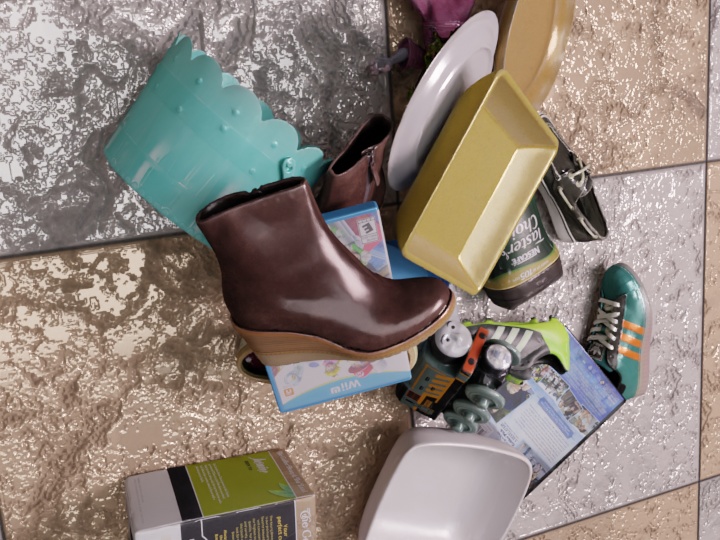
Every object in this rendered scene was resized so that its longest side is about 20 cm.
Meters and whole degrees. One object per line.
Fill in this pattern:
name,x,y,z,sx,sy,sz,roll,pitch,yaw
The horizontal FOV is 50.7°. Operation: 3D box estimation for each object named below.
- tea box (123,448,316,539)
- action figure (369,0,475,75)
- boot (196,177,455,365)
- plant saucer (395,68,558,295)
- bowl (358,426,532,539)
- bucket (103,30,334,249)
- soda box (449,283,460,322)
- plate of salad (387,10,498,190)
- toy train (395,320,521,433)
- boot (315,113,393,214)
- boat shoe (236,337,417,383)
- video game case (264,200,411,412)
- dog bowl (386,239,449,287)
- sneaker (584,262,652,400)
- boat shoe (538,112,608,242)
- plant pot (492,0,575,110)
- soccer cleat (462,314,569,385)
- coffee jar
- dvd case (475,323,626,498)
tea box,-0.155,0.333,0.854,0.194,0.133,0.203,-4,102,-20
action figure,0.093,-0.283,0.878,0.132,0.149,0.203,8,118,17
boot,-0.025,-0.002,0.649,0.197,0.073,0.168,-14,124,3
plant saucer,0.118,-0.090,0.807,0.199,0.048,0.202,25,95,-57
bowl,0.100,0.286,0.966,0.198,0.075,0.202,15,109,-22
bucket,-0.138,-0.115,0.744,0.206,0.207,0.135,38,96,-24
soda box,0.018,0.059,0.911,0.198,0.063,0.069,-16,106,-19
plate of salad,0.079,-0.175,0.783,0.048,0.200,0.201,34,85,17
toy train,0.109,0.123,0.886,0.113,0.201,0.086,25,63,4
boot,-0.041,-0.046,0.748,0.072,0.167,0.200,33,61,12
boat shoe,-0.038,0.098,0.818,0.197,0.066,0.075,-2,107,6
video game case,-0.034,0.041,0.735,0.141,0.018,0.202,-14,121,-3
dog bowl,0.000,0.000,0.858,0.198,0.050,0.113,21,62,-1
sneaker,0.350,0.093,1.049,0.079,0.071,0.203,-16,107,-23
boat shoe,0.262,-0.117,0.958,0.071,0.063,0.201,-54,127,-26
plant pot,0.202,-0.278,0.893,0.200,0.027,0.202,-38,139,-44
soccer cleat,0.173,0.104,0.962,0.197,0.068,0.082,-3,70,-10
coffee jar,0.177,-0.056,0.942,0.104,0.085,0.202,-31,110,-15
dvd case,0.243,0.191,1.022,0.200,0.018,0.143,-42,99,-2
